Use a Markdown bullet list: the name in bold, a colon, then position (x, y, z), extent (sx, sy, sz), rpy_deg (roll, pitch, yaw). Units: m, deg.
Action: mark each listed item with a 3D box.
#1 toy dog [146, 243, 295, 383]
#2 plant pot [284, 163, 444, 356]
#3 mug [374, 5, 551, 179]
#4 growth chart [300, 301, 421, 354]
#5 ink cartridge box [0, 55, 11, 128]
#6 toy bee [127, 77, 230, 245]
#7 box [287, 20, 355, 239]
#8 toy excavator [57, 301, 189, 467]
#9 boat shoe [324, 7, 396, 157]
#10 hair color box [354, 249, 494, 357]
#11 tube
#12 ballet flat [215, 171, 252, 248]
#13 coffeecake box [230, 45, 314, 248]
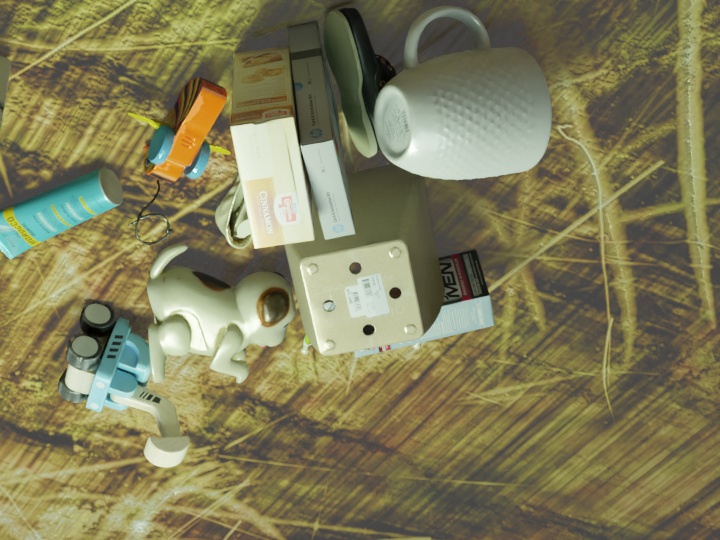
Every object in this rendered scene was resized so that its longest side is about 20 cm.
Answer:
- **toy dog**: position (-0.187, 0.055, 1.894), extent (0.197, 0.140, 0.197), rpy_deg (-4, 97, -3)
- **plant pot**: position (0.000, 0.000, 1.755), extent (0.197, 0.177, 0.202), rpy_deg (-10, 113, 5)
- **mug**: position (0.108, -0.205, 1.604), extent (0.173, 0.203, 0.147), rpy_deg (-10, -173, -28)
- **growth chart**: position (0.015, 0.070, 2.011), extent (0.197, 0.018, 0.146), rpy_deg (-1, 138, -9)
- **ink cartridge box**: position (-0.493, -0.151, 1.547), extent (0.143, 0.202, 0.147), rpy_deg (22, 132, -26)
- **toy bee**: position (-0.235, -0.152, 1.677), extent (0.200, 0.109, 0.131), rpy_deg (-44, 123, 3)
- **box**: position (-0.045, -0.162, 1.598), extent (0.041, 0.202, 0.157), rpy_deg (-11, 140, 2)
- **toy excavator**: position (-0.317, 0.161, 1.915), extent (0.198, 0.196, 0.100), rpy_deg (18, 134, -7)
- **boat shoe**: position (0.006, -0.229, 1.639), extent (0.063, 0.074, 0.203), rpy_deg (-31, 133, -15)
- **hair color box**: position (0.078, 0.045, 1.915), extent (0.197, 0.100, 0.061), rpy_deg (-13, 131, 2)
- **tube**: position (-0.397, -0.074, 1.772), extent (0.198, 0.051, 0.078), rpy_deg (-21, 124, 23)
- **ballet flat**: position (-0.129, -0.103, 1.757), extent (0.069, 0.070, 0.201), rpy_deg (12, 135, -21)
- **coffeecake box**: position (-0.100, -0.144, 1.584), extent (0.072, 0.201, 0.155), rpy_deg (-8, 121, 1)
